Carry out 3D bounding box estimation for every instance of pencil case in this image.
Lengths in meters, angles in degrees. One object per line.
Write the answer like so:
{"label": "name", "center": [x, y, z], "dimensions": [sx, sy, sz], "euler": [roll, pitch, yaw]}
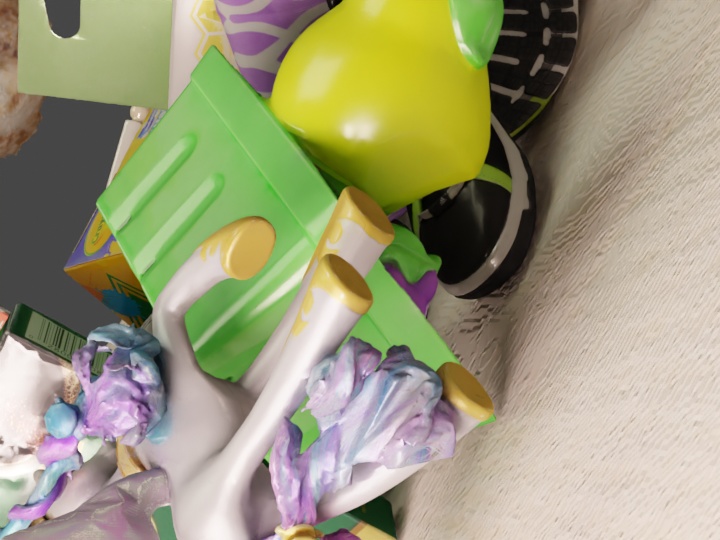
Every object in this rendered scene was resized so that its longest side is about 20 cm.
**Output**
{"label": "pencil case", "center": [-0.023, -0.115, 1.026], "dimensions": [0.084, 0.201, 0.086], "euler": [-4, 32, 24]}

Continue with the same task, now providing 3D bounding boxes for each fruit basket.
{"label": "fruit basket", "center": [-0.002, -0.034, 0.829], "dimensions": [0.215, 0.156, 0.216], "euler": [-23, 36, 19]}

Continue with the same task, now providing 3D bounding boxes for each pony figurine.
{"label": "pony figurine", "center": [-0.048, 0.086, 0.672], "dimensions": [0.200, 0.166, 0.193], "euler": [-47, 42, 17]}

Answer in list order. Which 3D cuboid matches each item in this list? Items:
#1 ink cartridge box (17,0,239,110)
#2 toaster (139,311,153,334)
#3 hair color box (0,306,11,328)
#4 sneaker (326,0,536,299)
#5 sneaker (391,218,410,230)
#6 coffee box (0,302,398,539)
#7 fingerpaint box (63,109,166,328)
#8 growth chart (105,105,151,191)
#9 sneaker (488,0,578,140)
{"label": "ink cartridge box", "center": [-0.106, -0.153, 1.113], "dimensions": [0.048, 0.199, 0.146], "euler": [-87, 3, -65]}
{"label": "toaster", "center": [-0.080, 0.102, 0.961], "dimensions": [0.200, 0.113, 0.129], "euler": [-60, 29, 24]}
{"label": "hair color box", "center": [-0.146, 0.089, 1.110], "dimensions": [0.111, 0.200, 0.064], "euler": [27, 88, 37]}
{"label": "sneaker", "center": [0.023, -0.073, 0.933], "dimensions": [0.072, 0.083, 0.201], "euler": [-45, 46, 36]}
{"label": "sneaker", "center": [0.000, 0.000, 1.100], "dimensions": [0.086, 0.080, 0.200], "euler": [-45, 22, 17]}
{"label": "coffee box", "center": [-0.096, 0.115, 0.842], "dimensions": [0.123, 0.199, 0.044], "euler": [-57, 13, 11]}
{"label": "fingerpaint box", "center": [-0.073, -0.036, 1.220], "dimensions": [0.073, 0.167, 0.201], "euler": [-12, 43, 45]}
{"label": "growth chart", "center": [-0.094, -0.026, 1.262], "dimensions": [0.018, 0.199, 0.145], "euler": [-12, 66, 45]}
{"label": "sneaker", "center": [0.087, -0.135, 1.056], "dimensions": [0.081, 0.074, 0.201], "euler": [101, -170, -55]}
